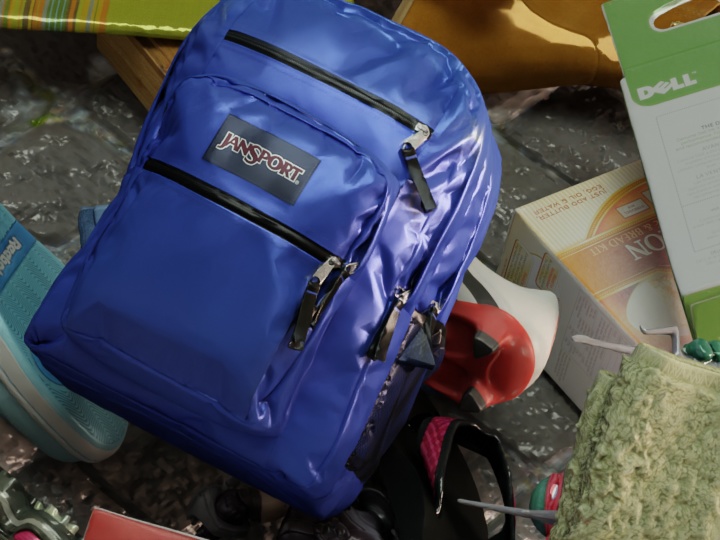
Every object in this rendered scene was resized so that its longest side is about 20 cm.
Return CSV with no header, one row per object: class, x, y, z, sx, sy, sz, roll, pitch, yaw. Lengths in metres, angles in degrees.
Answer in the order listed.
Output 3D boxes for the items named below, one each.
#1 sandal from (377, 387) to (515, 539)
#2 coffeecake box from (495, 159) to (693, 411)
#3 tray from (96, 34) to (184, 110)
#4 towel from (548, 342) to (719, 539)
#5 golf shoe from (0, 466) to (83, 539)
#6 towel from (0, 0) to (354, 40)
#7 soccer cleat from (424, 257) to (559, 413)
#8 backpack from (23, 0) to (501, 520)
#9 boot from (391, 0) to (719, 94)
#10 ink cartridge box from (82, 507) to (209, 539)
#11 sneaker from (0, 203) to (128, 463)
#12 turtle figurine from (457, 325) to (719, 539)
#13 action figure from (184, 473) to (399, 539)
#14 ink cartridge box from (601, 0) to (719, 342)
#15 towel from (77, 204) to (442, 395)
sandal,0.045,0.101,1.308,0.075,0.045,0.200,41,14,-23
coffeecake box,0.185,0.035,1.431,0.153,0.073,0.200,-21,54,-30
tray,-0.054,-0.093,1.496,0.098,0.037,0.200,-11,34,-23
towel,0.142,0.137,1.192,0.148,0.201,0.036,15,12,-7
golf shoe,-0.196,0.108,1.272,0.200,0.077,0.088,32,80,42
towel,-0.103,-0.141,1.523,0.199,0.018,0.086,4,37,1
soccer cleat,0.000,0.000,1.371,0.199,0.069,0.085,24,32,14
backpack,-0.028,-0.018,1.245,0.162,0.168,0.200,28,80,7
boot,0.105,-0.120,1.563,0.144,0.071,0.201,22,39,19
ink cartridge box,-0.047,0.214,1.132,0.175,0.084,0.201,15,78,3
sneaker,-0.206,0.027,1.355,0.200,0.130,0.080,51,29,-6
turtle figurine,0.147,0.100,1.280,0.199,0.101,0.150,8,44,8
action figure,-0.045,0.147,1.279,0.130,0.070,0.200,34,44,29
ink cartridge box,0.187,-0.056,1.401,0.103,0.059,0.200,-17,47,7
towel,-0.036,0.013,1.422,0.199,0.049,0.112,0,47,-12
